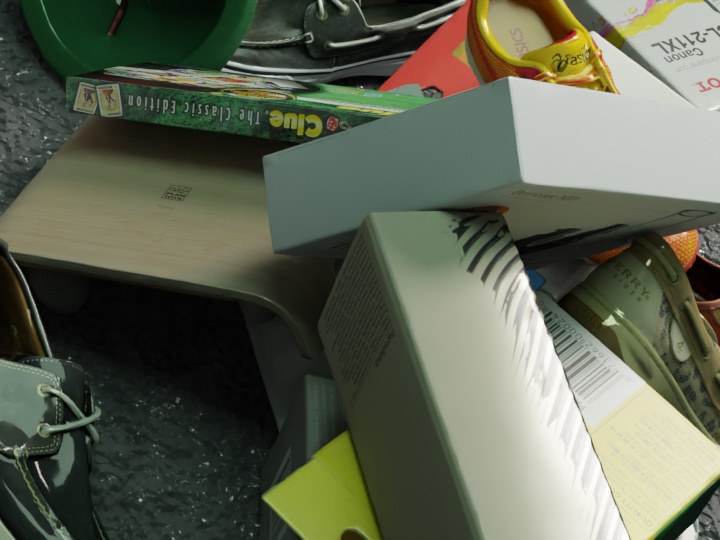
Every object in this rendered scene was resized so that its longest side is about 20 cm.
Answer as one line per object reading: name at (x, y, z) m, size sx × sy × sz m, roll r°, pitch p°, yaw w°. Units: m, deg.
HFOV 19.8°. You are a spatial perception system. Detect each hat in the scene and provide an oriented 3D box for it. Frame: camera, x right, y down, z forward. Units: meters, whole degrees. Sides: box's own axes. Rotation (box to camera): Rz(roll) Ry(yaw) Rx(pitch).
hat at (-0.099, -0.192, 1.252) m, size 0.176 × 0.164 × 0.202 m, roll -2°, pitch 77°, yaw -66°

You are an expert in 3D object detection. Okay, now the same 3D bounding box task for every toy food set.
toy food set at (-0.091, -0.015, 1.063) m, size 0.198 × 0.061 × 0.144 m, roll 10°, pitch 37°, yaw 18°

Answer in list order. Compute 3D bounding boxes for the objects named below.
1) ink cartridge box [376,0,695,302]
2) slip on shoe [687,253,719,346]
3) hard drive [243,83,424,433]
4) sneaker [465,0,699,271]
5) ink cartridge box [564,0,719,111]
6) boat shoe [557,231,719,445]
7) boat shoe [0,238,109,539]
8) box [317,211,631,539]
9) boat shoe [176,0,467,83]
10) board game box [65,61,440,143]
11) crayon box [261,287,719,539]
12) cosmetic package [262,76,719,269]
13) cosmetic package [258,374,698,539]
ink cartridge box at (0.069, -0.057, 1.152) m, size 0.176 × 0.045 × 0.200 m, roll 38°, pitch 71°, yaw 18°
slip on shoe at (0.135, -0.018, 1.191) m, size 0.199 × 0.061 × 0.074 m, roll 35°, pitch 44°, yaw 16°
hard drive at (0.000, 0.000, 1.087) m, size 0.131 × 0.026 × 0.201 m, roll -20°, pitch 54°, yaw 0°
sneaker at (0.111, -0.078, 1.095) m, size 0.073 × 0.077 × 0.201 m, roll -28°, pitch 70°, yaw -13°
ink cartridge box at (0.191, -0.146, 1.333) m, size 0.145 × 0.083 × 0.200 m, roll -17°, pitch 54°, yaw -37°
boat shoe at (0.163, 0.045, 1.055) m, size 0.073 × 0.063 × 0.200 m, roll 43°, pitch 0°, yaw 30°
boat shoe at (-0.153, 0.071, 0.949) m, size 0.201 × 0.067 × 0.072 m, roll 58°, pitch 10°, yaw 29°
box at (0.046, 0.074, 0.843) m, size 0.068 × 0.082 × 0.201 m, roll -1°, pitch 51°, yaw -23°
boat shoe at (-0.020, -0.157, 1.259) m, size 0.198 × 0.071 × 0.072 m, roll -11°, pitch 52°, yaw -27°
board game box at (-0.043, -0.085, 1.084) m, size 0.198 × 0.024 × 0.105 m, roll 9°, pitch 10°, yaw 19°
crayon box at (0.058, 0.104, 0.912) m, size 0.127 × 0.051 × 0.199 m, roll 43°, pitch 48°, yaw 18°
cosmetic package at (0.077, -0.040, 0.967) m, size 0.199 × 0.150 × 0.052 m, roll 3°, pitch 75°, yaw -47°
cosmetic package at (0.056, 0.128, 0.986) m, size 0.198 × 0.091 × 0.107 m, roll 14°, pitch 43°, yaw -14°
